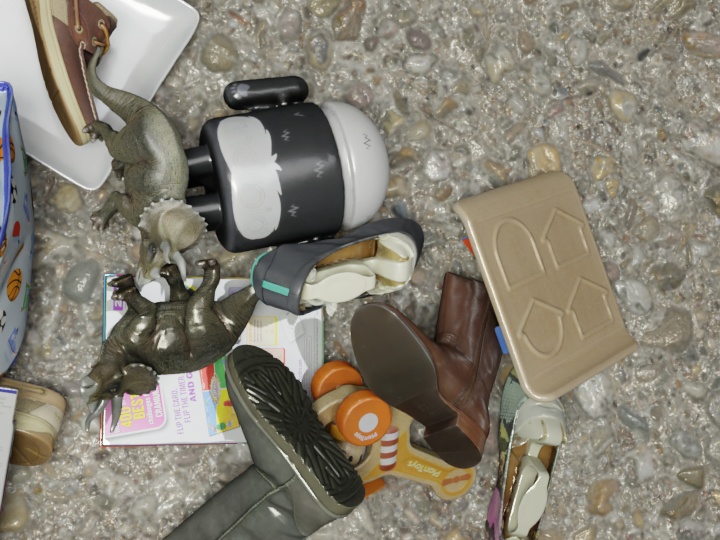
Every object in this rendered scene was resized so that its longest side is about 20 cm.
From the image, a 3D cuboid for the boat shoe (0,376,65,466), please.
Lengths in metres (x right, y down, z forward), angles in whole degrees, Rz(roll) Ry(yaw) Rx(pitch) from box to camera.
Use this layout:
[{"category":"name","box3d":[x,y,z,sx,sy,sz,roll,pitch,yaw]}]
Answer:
[{"category":"boat shoe","box3d":[-0.351,0.107,0.865,0.200,0.071,0.065,20,44,-15]}]

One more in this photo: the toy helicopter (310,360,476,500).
[{"category":"toy helicopter","box3d":[0.022,0.175,0.931,0.200,0.079,0.133,25,98,-31]}]

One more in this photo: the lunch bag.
[{"category":"lunch bag","box3d":[-0.318,-0.019,0.800,0.123,0.170,0.201,-6,67,-13]}]

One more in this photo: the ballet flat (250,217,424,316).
[{"category":"ballet flat","box3d":[0.000,0.000,0.882,0.200,0.073,0.073,-13,88,-41]}]

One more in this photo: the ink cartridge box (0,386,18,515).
[{"category":"ink cartridge box","box3d":[-0.335,0.168,0.827,0.094,0.037,0.200,11,113,-14]}]

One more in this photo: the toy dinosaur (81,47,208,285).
[{"category":"toy dinosaur","box3d":[-0.174,-0.085,0.845,0.077,0.102,0.201,-1,84,-56]}]

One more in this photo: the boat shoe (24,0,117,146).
[{"category":"boat shoe","box3d":[-0.244,-0.210,0.886,0.072,0.072,0.201,-14,86,-20]}]

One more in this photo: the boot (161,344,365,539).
[{"category":"boot","box3d":[-0.108,0.188,0.877,0.072,0.200,0.182,-8,60,-53]}]

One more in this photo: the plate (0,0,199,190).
[{"category":"plate","box3d":[-0.277,-0.200,0.926,0.200,0.032,0.200,30,77,-10]}]

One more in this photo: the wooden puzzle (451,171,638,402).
[{"category":"wooden puzzle","box3d":[0.174,0.012,0.993,0.185,0.046,0.200,-19,85,-45]}]

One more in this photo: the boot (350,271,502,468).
[{"category":"boot","box3d":[0.070,0.047,0.918,0.187,0.064,0.200,58,32,-25]}]

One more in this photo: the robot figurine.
[{"category":"robot figurine","box3d":[-0.073,-0.084,0.925,0.199,0.125,0.151,-12,125,-16]}]

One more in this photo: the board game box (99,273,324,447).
[{"category":"board game box","box3d":[-0.133,0.081,0.933,0.199,0.040,0.154,2,84,-15]}]

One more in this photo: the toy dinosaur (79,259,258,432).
[{"category":"toy dinosaur","box3d":[-0.157,0.049,0.873,0.200,0.077,0.103,-20,107,-27]}]

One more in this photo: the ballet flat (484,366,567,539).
[{"category":"ballet flat","box3d":[0.165,0.183,0.988,0.069,0.071,0.201,14,81,-13]}]
